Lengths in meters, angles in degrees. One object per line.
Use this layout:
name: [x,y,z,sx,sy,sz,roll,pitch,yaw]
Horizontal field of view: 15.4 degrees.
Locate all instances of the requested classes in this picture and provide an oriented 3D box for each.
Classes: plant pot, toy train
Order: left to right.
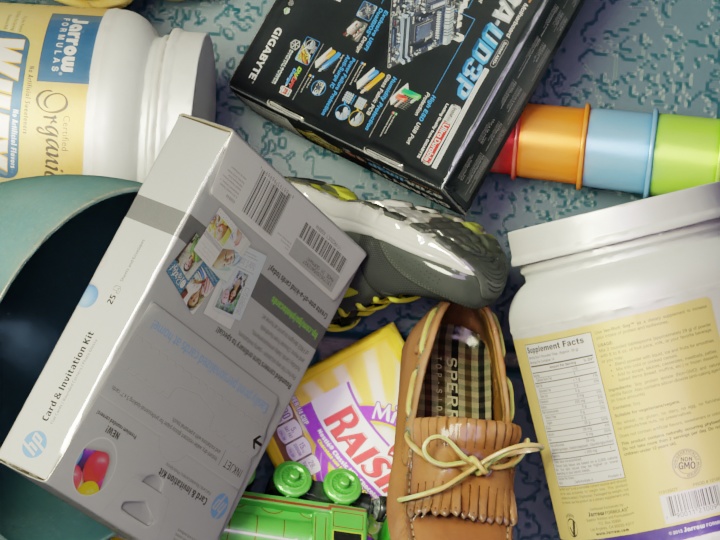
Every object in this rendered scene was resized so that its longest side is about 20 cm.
plant pot: [-0.183,0.035,1.403,0.134,0.200,0.201,20,84,34]
toy train: [-0.023,0.139,1.476,0.199,0.042,0.057,8,54,-10]

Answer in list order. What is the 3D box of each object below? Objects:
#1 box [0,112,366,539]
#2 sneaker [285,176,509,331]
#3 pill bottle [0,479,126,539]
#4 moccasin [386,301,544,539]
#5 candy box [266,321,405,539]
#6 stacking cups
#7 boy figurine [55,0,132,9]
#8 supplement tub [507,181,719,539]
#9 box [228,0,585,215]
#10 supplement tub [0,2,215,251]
box: [-0.088,0.042,1.384,0.041,0.156,0.201,19,77,35]
sneaker: [0.000,0.000,1.505,0.199,0.074,0.085,18,100,40]
pill bottle: [-0.130,0.194,1.476,0.199,0.109,0.110,20,85,-14]
moccasin: [0.057,0.099,1.451,0.073,0.078,0.202,12,50,-7]
candy box: [0.022,0.141,1.531,0.102,0.026,0.201,-28,83,-4]
stacking cups: [0.149,-0.066,1.537,0.199,0.061,0.061,5,84,8]
boy figurine: [-0.166,-0.186,1.532,0.199,0.124,0.065,1,112,-9]
supplement tub: [0.163,0.062,1.464,0.145,0.145,0.201,-13,89,1]
box: [0.038,-0.154,1.526,0.159,0.046,0.201,26,84,27]
supplement tub: [-0.187,-0.079,1.505,0.199,0.145,0.145,3,84,3]
